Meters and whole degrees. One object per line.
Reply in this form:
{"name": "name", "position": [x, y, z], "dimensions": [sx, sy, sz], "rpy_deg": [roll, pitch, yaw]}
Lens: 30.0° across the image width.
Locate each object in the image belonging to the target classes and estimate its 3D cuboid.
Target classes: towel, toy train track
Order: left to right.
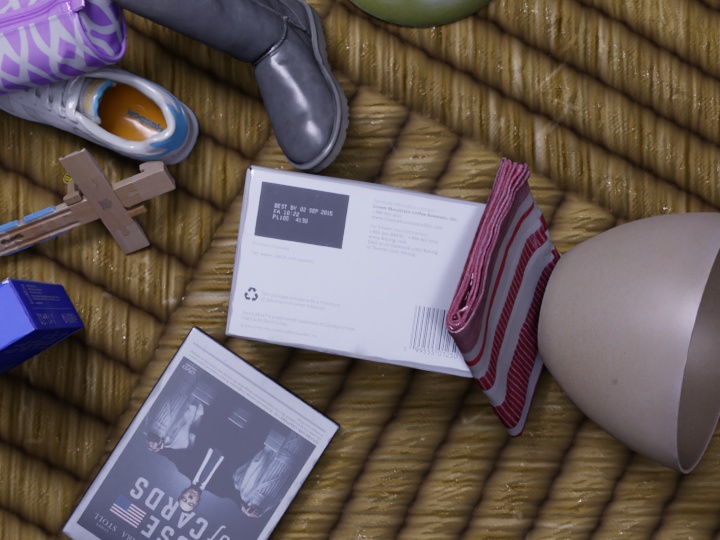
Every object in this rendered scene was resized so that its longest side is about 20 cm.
{"name": "toy train track", "position": [-0.246, -0.050, 1.096], "dimensions": [0.198, 0.115, 0.033], "rpy_deg": [-20, 45, 8]}
{"name": "towel", "position": [0.119, 0.028, 1.031], "dimensions": [0.022, 0.200, 0.146], "rpy_deg": [10, 65, 26]}

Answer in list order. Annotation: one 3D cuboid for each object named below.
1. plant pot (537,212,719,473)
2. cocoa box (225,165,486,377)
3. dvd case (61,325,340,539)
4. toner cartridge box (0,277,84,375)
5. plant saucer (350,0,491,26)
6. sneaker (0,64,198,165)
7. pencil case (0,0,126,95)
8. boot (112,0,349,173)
{"name": "plant pot", "position": [0.218, 0.044, 1.064], "dimensions": [0.133, 0.200, 0.203], "rpy_deg": [13, 88, 26]}
{"name": "cocoa box", "position": [0.000, 0.000, 1.067], "dimensions": [0.197, 0.131, 0.136], "rpy_deg": [9, 90, -2]}
{"name": "dvd case", "position": [-0.132, 0.171, 1.111], "dimensions": [0.149, 0.025, 0.201], "rpy_deg": [33, 87, -1]}
{"name": "toner cartridge box", "position": [-0.275, 0.049, 1.019], "dimensions": [0.094, 0.200, 0.044], "rpy_deg": [-29, 89, -3]}
{"name": "plant saucer", "position": [0.052, -0.305, 1.110], "dimensions": [0.197, 0.031, 0.203], "rpy_deg": [-1, 98, -7]}
{"name": "sneaker", "position": [-0.229, -0.147, 1.085], "dimensions": [0.197, 0.081, 0.078], "rpy_deg": [19, 89, 2]}
{"name": "pencil case", "position": [-0.278, -0.177, 1.026], "dimensions": [0.197, 0.085, 0.085], "rpy_deg": [-13, 72, 16]}
{"name": "boot", "position": [-0.104, -0.179, 1.023], "dimensions": [0.072, 0.199, 0.184], "rpy_deg": [-34, 54, 24]}
